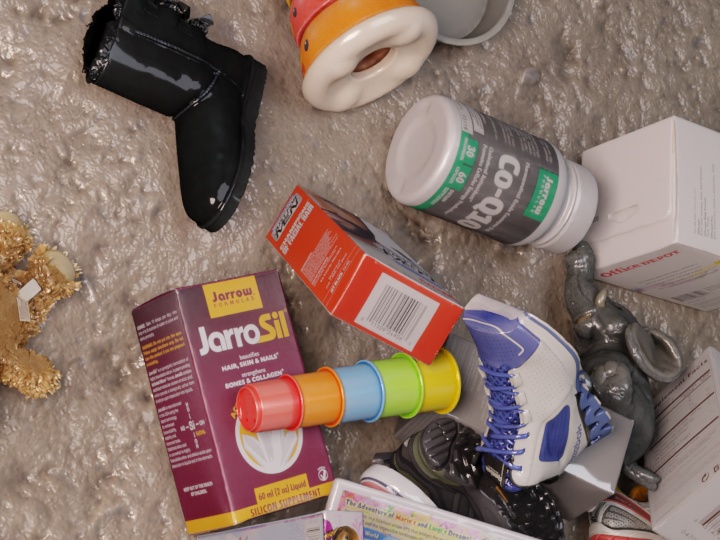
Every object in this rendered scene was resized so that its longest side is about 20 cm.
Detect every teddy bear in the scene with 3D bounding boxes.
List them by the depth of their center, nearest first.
[{"bbox_3d":[-0.297,0.041,1.202,0.144,0.066,0.202,30,54,-37],"label":"teddy bear"}]

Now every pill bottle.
[{"bbox_3d":[0.134,-0.091,1.514,0.199,0.113,0.114,19,67,-30],"label":"pill bottle"}]

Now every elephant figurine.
[{"bbox_3d":[0.257,0.091,1.549,0.200,0.140,0.156,-57,147,-45],"label":"elephant figurine"}]

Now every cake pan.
[{"bbox_3d":[0.077,-0.326,1.587,0.199,0.037,0.202,11,70,-34],"label":"cake pan"}]

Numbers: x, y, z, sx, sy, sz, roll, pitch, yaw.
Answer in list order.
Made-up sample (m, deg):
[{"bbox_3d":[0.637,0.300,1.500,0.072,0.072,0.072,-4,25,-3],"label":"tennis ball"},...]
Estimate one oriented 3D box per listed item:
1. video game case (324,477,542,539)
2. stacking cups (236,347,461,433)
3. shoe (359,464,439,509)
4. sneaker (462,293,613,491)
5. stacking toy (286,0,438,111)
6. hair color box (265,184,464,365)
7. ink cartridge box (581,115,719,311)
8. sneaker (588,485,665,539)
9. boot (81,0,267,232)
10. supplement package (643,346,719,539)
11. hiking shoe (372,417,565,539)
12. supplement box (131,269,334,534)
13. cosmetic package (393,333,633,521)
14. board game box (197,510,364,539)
[{"bbox_3d":[0.046,0.291,1.276,0.198,0.024,0.184,18,82,-8],"label":"video game case"},{"bbox_3d":[-0.011,0.099,1.281,0.198,0.060,0.061,-2,78,-33],"label":"stacking cups"},{"bbox_3d":[0.046,0.271,1.319,0.091,0.071,0.201,-41,102,-30],"label":"shoe"},{"bbox_3d":[0.139,0.123,1.298,0.115,0.080,0.200,-51,130,-17],"label":"sneaker"},{"bbox_3d":[-0.028,-0.268,1.462,0.145,0.146,0.201,-15,67,-38],"label":"stacking toy"},{"bbox_3d":[0.000,0.000,1.339,0.110,0.200,0.064,28,97,-27],"label":"hair color box"},{"bbox_3d":[0.357,-0.058,1.646,0.199,0.147,0.146,15,69,-33],"label":"ink cartridge box"},{"bbox_3d":[0.319,0.263,1.572,0.199,0.078,0.083,13,65,-35],"label":"sneaker"},{"bbox_3d":[-0.170,-0.148,1.335,0.162,0.073,0.200,28,55,-30],"label":"boot"},{"bbox_3d":[0.368,0.197,1.543,0.117,0.117,0.201,35,28,-14],"label":"supplement package"},{"bbox_3d":[0.105,0.215,1.394,0.200,0.100,0.076,46,49,-17],"label":"hiking shoe"},{"bbox_3d":[-0.108,0.111,1.297,0.110,0.085,0.202,-11,84,-37],"label":"supplement box"},{"bbox_3d":[0.143,0.150,1.424,0.199,0.107,0.091,24,62,-9],"label":"cosmetic package"},{"bbox_3d":[-0.064,0.302,1.204,0.041,0.199,0.202,8,73,-34],"label":"board game box"}]
